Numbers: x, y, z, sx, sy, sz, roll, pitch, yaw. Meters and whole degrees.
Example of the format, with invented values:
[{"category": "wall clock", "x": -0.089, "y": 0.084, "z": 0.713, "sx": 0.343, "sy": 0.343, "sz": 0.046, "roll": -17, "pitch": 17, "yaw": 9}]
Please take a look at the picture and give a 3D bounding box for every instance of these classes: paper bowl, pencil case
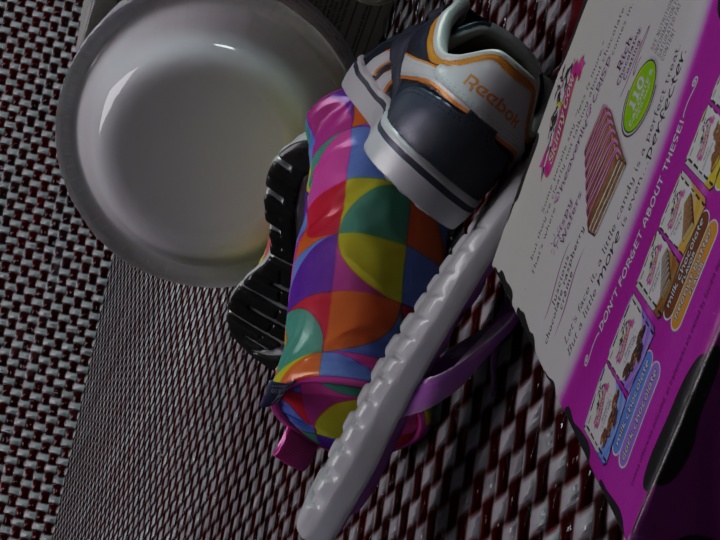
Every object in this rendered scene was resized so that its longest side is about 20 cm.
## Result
[{"category": "paper bowl", "x": -0.096, "y": -0.087, "z": 1.153, "sx": 0.104, "sy": 0.201, "sz": 0.201, "roll": -81, "pitch": 9, "yaw": -72}, {"category": "pencil case", "x": 0.000, "y": 0.000, "z": 0.928, "sx": 0.088, "sy": 0.088, "sz": 0.200, "roll": 122, "pitch": 161, "yaw": -54}]

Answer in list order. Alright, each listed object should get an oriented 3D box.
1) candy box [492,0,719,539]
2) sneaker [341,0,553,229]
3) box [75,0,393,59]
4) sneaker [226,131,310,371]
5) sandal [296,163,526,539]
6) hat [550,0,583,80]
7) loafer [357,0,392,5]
[{"category": "candy box", "x": 0.104, "y": -0.018, "z": 0.542, "sx": 0.200, "sy": 0.061, "sz": 0.136, "roll": -107, "pitch": 33, "yaw": -66}, {"category": "sneaker", "x": 0.044, "y": -0.081, "z": 0.836, "sx": 0.079, "sy": 0.078, "sz": 0.200, "roll": -50, "pitch": 15, "yaw": 10}, {"category": "box", "x": -0.086, "y": -0.197, "z": 1.261, "sx": 0.109, "sy": 0.200, "sz": 0.128, "roll": -97, "pitch": 25, "yaw": -58}, {"category": "sneaker", "x": -0.021, "y": -0.015, "z": 1.099, "sx": 0.090, "sy": 0.078, "sz": 0.200, "roll": -55, "pitch": -11, "yaw": -47}, {"category": "sandal", "x": 0.038, "y": 0.042, "z": 0.804, "sx": 0.203, "sy": 0.050, "sz": 0.082, "roll": -59, "pitch": 2, "yaw": 19}, {"category": "hat", "x": 0.116, "y": -0.123, "z": 0.653, "sx": 0.200, "sy": 0.166, "sz": 0.176, "roll": -72, "pitch": -35, "yaw": -57}, {"category": "loafer", "x": 0.040, "y": -0.257, "z": 1.097, "sx": 0.070, "sy": 0.070, "sz": 0.200, "roll": -93, "pitch": 28, "yaw": -68}]
